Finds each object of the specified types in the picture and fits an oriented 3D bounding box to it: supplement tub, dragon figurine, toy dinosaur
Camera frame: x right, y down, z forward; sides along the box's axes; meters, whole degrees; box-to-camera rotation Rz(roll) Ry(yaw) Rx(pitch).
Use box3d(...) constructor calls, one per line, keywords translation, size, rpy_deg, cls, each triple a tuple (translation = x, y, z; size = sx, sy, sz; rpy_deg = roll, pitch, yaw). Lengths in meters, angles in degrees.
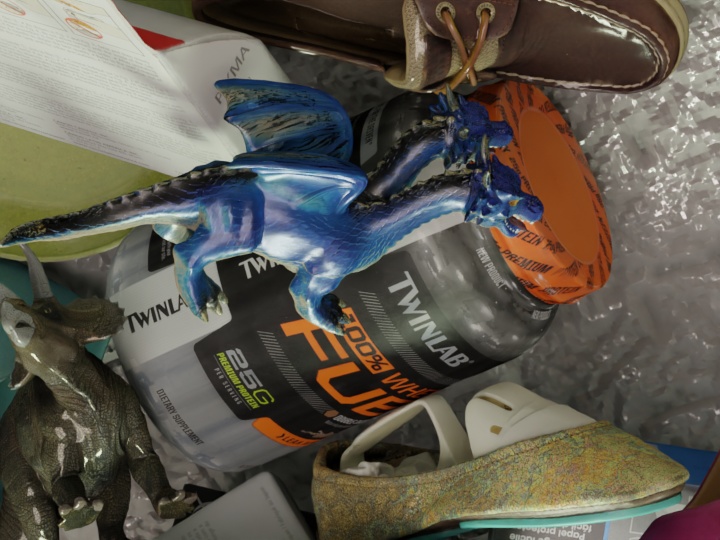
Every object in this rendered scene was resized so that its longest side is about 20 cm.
box3d(translation=(0.000, 0.000, 0.985), size=(0.199, 0.123, 0.123), rpy_deg=(-25, 105, 25), cls="supplement tub")
box3d(translation=(-0.032, -0.034, 0.860), size=(0.198, 0.059, 0.100), rpy_deg=(12, 126, -21), cls="dragon figurine")
box3d(translation=(-0.125, 0.078, 0.981), size=(0.076, 0.103, 0.201), rpy_deg=(-11, 149, -21), cls="toy dinosaur")

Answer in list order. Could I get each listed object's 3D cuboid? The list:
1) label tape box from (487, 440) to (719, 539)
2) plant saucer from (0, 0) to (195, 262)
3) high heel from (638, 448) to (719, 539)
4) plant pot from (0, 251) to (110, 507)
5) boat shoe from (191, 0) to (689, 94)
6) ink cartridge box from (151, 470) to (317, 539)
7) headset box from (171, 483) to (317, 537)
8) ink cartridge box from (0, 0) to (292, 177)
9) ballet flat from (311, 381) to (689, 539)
box3d(translation=(0.121, 0.180, 1.028), size=(0.143, 0.063, 0.202), rpy_deg=(8, 103, 2), cls="label tape box")
box3d(translation=(-0.155, -0.102, 1.038), size=(0.198, 0.031, 0.202), rpy_deg=(7, 115, 14), cls="plant saucer")
box3d(translation=(0.149, 0.068, 0.942), size=(0.097, 0.199, 0.067), rpy_deg=(58, 145, 1), cls="high heel")
box3d(translation=(-0.250, 0.046, 1.071), size=(0.199, 0.141, 0.142), rpy_deg=(32, 119, 15), cls="plant pot")
box3d(translation=(0.029, -0.097, 0.908), size=(0.198, 0.072, 0.072), rpy_deg=(16, 141, 3), cls="boat shoe")
box3d(translation=(-0.081, 0.209, 1.001), size=(0.199, 0.050, 0.163), rpy_deg=(-32, 68, -2), cls="ink cartridge box")
box3d(translation=(-0.035, 0.217, 1.055), size=(0.147, 0.202, 0.075), rpy_deg=(12, 161, 11), cls="headset box")
box3d(translation=(-0.122, -0.104, 0.897), size=(0.160, 0.050, 0.200), rpy_deg=(18, 161, 26), cls="ink cartridge box")
box3d(translation=(0.048, 0.081, 0.945), size=(0.199, 0.071, 0.071), rpy_deg=(-18, 109, 48), cls="ballet flat")
